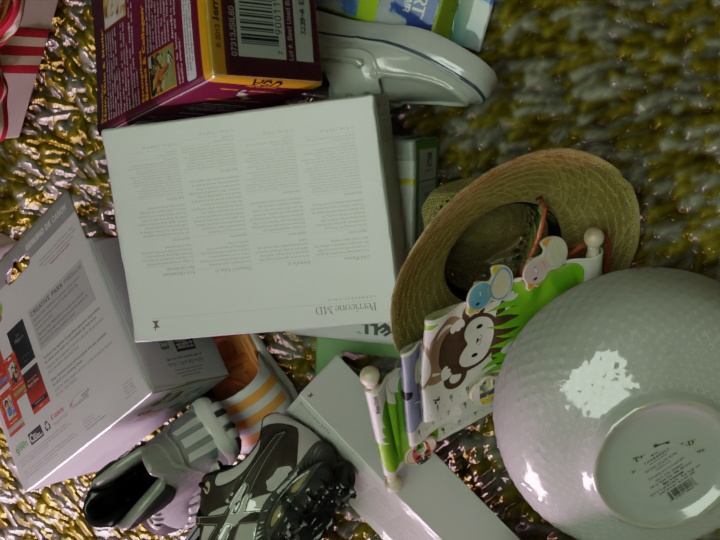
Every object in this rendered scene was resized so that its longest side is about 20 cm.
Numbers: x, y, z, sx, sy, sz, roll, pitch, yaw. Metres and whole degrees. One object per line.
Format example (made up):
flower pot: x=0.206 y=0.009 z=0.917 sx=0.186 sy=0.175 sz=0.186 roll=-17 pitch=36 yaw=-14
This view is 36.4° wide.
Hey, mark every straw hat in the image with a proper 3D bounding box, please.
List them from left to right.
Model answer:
straw hat: x=0.088 y=-0.021 z=0.753 sx=0.202 sy=0.200 sz=0.085 roll=-57 pitch=43 yaw=21

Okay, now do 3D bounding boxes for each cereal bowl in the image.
cereal bowl: x=0.189 y=0.103 z=0.715 sx=0.197 sy=0.083 sz=0.203 roll=0 pitch=112 yaw=-1

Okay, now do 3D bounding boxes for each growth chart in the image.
growth chart: x=0.086 y=0.059 z=0.744 sx=0.199 sy=0.146 sz=0.018 roll=-29 pitch=45 yaw=-10

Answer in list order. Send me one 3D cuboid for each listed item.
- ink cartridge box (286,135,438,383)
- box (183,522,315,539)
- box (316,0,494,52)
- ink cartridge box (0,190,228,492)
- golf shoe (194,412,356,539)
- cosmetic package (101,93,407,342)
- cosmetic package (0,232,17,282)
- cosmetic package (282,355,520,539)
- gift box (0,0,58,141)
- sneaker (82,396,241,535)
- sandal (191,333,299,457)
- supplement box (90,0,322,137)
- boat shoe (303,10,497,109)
ink cartridge box: x=0.000 y=0.000 z=0.821 sx=0.103 sy=0.059 sz=0.203 roll=5 pitch=101 yaw=22
box: x=-0.116 y=0.287 z=0.862 sx=0.116 sy=0.201 sz=0.060 roll=28 pitch=150 yaw=16
box: x=0.006 y=-0.243 z=0.789 sx=0.198 sy=0.048 sz=0.123 roll=22 pitch=108 yaw=19
ink cartridge box: x=-0.224 y=0.055 z=0.895 sx=0.199 sy=0.083 sz=0.177 roll=-36 pitch=73 yaw=36
golf shoe: x=-0.091 y=0.196 z=0.813 sx=0.200 sy=0.078 sz=0.094 roll=-49 pitch=60 yaw=5
cosmetic package: x=-0.071 y=-0.035 z=0.761 sx=0.197 sy=0.052 sz=0.153 roll=-5 pitch=97 yaw=14
cosmetic package: x=-0.391 y=0.051 z=1.000 sx=0.101 sy=0.071 sz=0.202 roll=23 pitch=108 yaw=17
cosmetic package: x=0.028 y=0.161 z=0.825 sx=0.200 sy=0.051 sz=0.083 roll=45 pitch=152 yaw=3
gift box: x=-0.365 y=-0.195 z=0.878 sx=0.185 sy=0.200 sz=0.186 roll=27 pitch=114 yaw=14
sneaker: x=-0.177 y=0.176 z=0.877 sx=0.075 sy=0.115 sz=0.201 roll=50 pitch=140 yaw=15
sandal: x=-0.109 y=0.089 z=0.888 sx=0.079 sy=0.059 sz=0.208 roll=-28 pitch=93 yaw=27
supplement box: x=-0.115 y=-0.165 z=0.776 sx=0.199 sy=0.085 sz=0.112 roll=-8 pitch=85 yaw=56
boat shoe: x=0.002 y=-0.138 z=0.787 sx=0.198 sy=0.073 sz=0.066 roll=18 pitch=79 yaw=33
